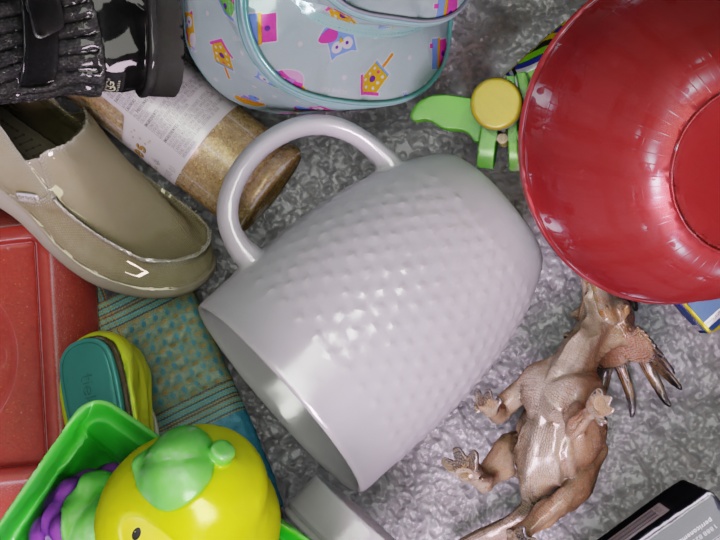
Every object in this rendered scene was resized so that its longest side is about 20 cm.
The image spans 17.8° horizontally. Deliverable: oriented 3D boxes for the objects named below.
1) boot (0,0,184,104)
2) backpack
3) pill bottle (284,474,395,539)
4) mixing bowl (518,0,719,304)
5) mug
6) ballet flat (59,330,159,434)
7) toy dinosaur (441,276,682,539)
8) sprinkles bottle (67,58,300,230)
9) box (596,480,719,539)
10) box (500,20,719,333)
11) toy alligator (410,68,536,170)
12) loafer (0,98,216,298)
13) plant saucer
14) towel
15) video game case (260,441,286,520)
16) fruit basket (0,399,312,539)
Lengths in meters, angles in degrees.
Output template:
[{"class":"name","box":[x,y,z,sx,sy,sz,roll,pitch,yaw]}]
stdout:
[{"class":"boot","box":[-0.192,-0.194,1.358,0.157,0.079,0.212,-2,69,-16]},{"class":"backpack","box":[-0.017,-0.191,1.370,0.175,0.153,0.201,0,96,-38]},{"class":"pill bottle","box":[-0.061,0.222,1.359,0.111,0.111,0.200,40,89,3]},{"class":"mixing bowl","box":[0.197,-0.065,1.285,0.199,0.108,0.201,-3,104,-13]},{"class":"mug","box":[0.000,0.000,1.368,0.175,0.148,0.200,-41,97,-11]},{"class":"ballet flat","box":[-0.140,0.135,1.365,0.067,0.067,0.201,-10,75,19]},{"class":"toy dinosaur","box":[0.126,0.099,1.399,0.086,0.135,0.201,31,113,24]},{"class":"sprinkles bottle","box":[-0.132,-0.108,1.421,0.200,0.068,0.068,38,89,3]},{"class":"box","box":[0.213,0.235,1.353,0.107,0.148,0.200,-36,86,0]},{"class":"box","box":[0.168,-0.055,1.408,0.064,0.070,0.200,-42,86,1]},{"class":"toy alligator","box":[0.130,-0.095,1.346,0.199,0.059,0.054,-13,88,5]},{"class":"loafer","box":[-0.172,-0.055,1.393,0.200,0.076,0.068,31,132,2]},{"class":"plant saucer","box":[-0.260,0.059,1.411,0.199,0.037,0.201,-6,77,4]},{"class":"towel","box":[-0.147,0.090,1.421,0.146,0.022,0.201,-24,76,-1]},{"class":"video game case","box":[-0.120,0.227,1.426,0.182,0.022,0.201,-16,86,1]},{"class":"fruit basket","box":[-0.098,0.161,1.215,0.215,0.216,0.156,34,82,3]}]
